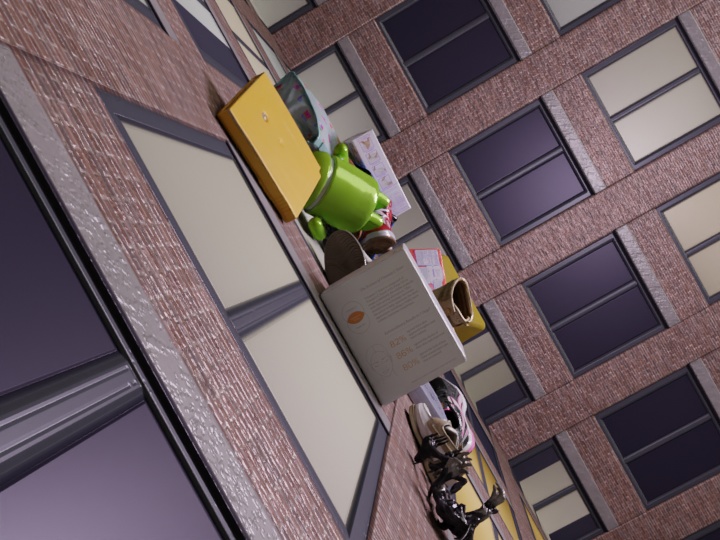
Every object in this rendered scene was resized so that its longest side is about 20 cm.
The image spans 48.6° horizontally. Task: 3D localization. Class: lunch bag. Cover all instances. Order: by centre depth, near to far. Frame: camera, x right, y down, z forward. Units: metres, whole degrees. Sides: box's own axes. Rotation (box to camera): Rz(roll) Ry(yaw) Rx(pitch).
[{"bbox_3d":[-0.124,-0.319,1.815,0.201,0.122,0.170,57,3,25],"label":"lunch bag"}]

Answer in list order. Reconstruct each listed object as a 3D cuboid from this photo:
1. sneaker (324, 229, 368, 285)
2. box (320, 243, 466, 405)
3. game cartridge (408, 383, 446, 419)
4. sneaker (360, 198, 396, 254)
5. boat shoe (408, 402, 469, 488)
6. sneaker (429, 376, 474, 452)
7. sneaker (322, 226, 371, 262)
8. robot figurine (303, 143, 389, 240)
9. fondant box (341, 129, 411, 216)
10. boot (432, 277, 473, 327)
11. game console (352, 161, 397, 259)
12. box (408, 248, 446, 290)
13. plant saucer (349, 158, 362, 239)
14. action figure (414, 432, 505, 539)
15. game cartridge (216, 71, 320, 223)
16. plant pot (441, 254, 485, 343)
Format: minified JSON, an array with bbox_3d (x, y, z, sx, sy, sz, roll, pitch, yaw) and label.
[{"bbox_3d":[-0.008,0.032,1.416,0.106,0.074,0.202,53,18,-77],"label":"sneaker"},{"bbox_3d":[0.053,0.082,1.261,0.201,0.151,0.106,61,7,-3],"label":"box"},{"bbox_3d":[0.124,0.249,1.651,0.201,0.041,0.133,58,3,-29],"label":"game cartridge"},{"bbox_3d":[0.033,-0.097,1.599,0.200,0.071,0.114,84,2,-85],"label":"sneaker"},{"bbox_3d":[0.137,0.294,1.375,0.075,0.068,0.200,57,7,-31],"label":"boat shoe"},{"bbox_3d":[0.196,0.310,1.770,0.086,0.080,0.201,53,9,-45],"label":"sneaker"},{"bbox_3d":[0.000,0.000,1.558,0.201,0.077,0.085,57,-3,-2],"label":"sneaker"},{"bbox_3d":[-0.046,-0.144,1.464,0.199,0.177,0.115,25,-15,-26],"label":"robot figurine"},{"bbox_3d":[0.033,-0.221,1.845,0.201,0.058,0.144,62,-8,-11],"label":"fondant box"},{"bbox_3d":[0.122,0.113,1.422,0.073,0.155,0.201,40,48,-31],"label":"boot"},{"bbox_3d":[-0.009,-0.138,1.785,0.118,0.171,0.200,29,5,-24],"label":"game console"},{"bbox_3d":[0.115,0.065,1.590,0.095,0.102,0.202,130,-45,-64],"label":"box"},{"bbox_3d":[-0.028,-0.149,1.757,0.200,0.032,0.202,176,-90,-74],"label":"plant saucer"},{"bbox_3d":[0.147,0.322,1.176,0.119,0.102,0.200,50,8,-28],"label":"action figure"},{"bbox_3d":[-0.140,-0.200,1.285,0.201,0.032,0.177,60,26,-22],"label":"game cartridge"},{"bbox_3d":[0.124,0.082,1.759,0.176,0.199,0.201,22,38,-62],"label":"plant pot"}]
